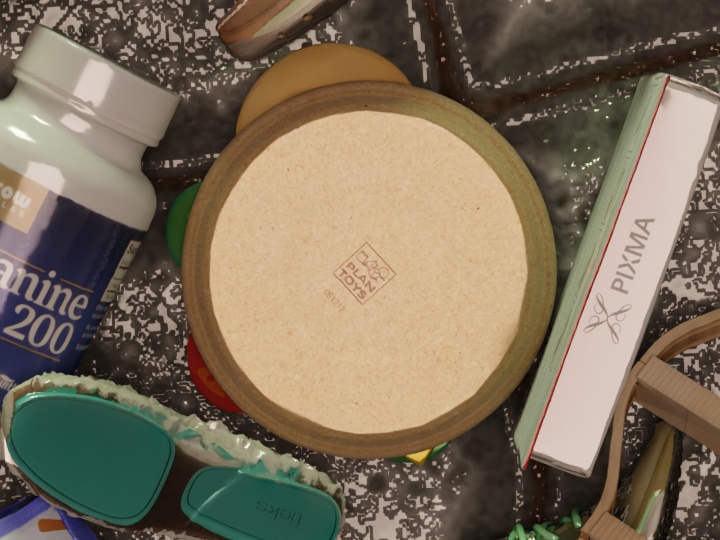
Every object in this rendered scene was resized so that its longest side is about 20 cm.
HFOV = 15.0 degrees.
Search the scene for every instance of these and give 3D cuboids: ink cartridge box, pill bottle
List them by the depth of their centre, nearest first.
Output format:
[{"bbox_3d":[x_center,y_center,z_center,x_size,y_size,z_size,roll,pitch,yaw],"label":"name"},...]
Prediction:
[{"bbox_3d":[0.128,0.003,1.341,0.043,0.174,0.201,20,94,-1],"label":"ink cartridge box"},{"bbox_3d":[-0.170,-0.016,1.369,0.111,0.111,0.201,27,93,-2],"label":"pill bottle"}]

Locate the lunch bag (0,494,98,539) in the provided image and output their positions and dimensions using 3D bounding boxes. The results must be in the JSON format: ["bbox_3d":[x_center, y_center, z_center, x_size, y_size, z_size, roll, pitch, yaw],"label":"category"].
[{"bbox_3d":[-0.192,0.222,1.380,0.199,0.124,0.170,-31,92,9],"label":"lunch bag"}]

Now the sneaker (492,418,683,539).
[{"bbox_3d":[0.095,0.154,1.407,0.088,0.077,0.200,32,89,10],"label":"sneaker"}]

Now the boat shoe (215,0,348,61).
[{"bbox_3d":[-0.007,-0.190,1.383,0.072,0.076,0.200,43,83,1],"label":"boat shoe"}]

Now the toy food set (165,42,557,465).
[{"bbox_3d":[0.000,0.000,1.404,0.199,0.049,0.198,31,93,-3],"label":"toy food set"}]

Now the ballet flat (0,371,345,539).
[{"bbox_3d":[-0.100,0.099,1.375,0.199,0.072,0.072,25,93,-27],"label":"ballet flat"}]

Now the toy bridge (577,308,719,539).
[{"bbox_3d":[0.165,0.070,1.379,0.067,0.027,0.200,33,64,19],"label":"toy bridge"}]
